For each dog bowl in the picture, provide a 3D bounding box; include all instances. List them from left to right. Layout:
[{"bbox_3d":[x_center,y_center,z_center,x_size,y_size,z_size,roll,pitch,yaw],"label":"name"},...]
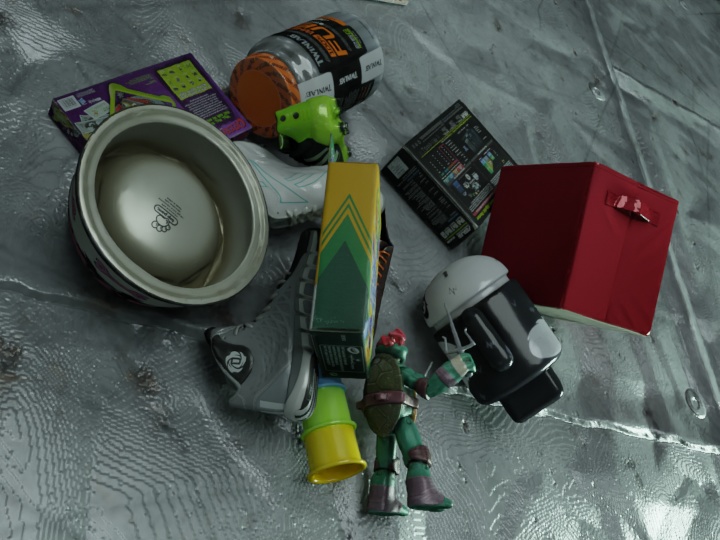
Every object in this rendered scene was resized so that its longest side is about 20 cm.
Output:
[{"bbox_3d":[-0.189,-0.054,0.717,0.198,0.073,0.203,19,60,-37],"label":"dog bowl"}]

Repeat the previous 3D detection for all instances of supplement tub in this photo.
[{"bbox_3d":[-0.066,-0.245,0.933,0.123,0.122,0.200,48,43,0],"label":"supplement tub"}]

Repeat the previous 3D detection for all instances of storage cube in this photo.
[{"bbox_3d":[0.280,-0.029,0.978,0.169,0.199,0.182,16,86,-30],"label":"storage cube"}]

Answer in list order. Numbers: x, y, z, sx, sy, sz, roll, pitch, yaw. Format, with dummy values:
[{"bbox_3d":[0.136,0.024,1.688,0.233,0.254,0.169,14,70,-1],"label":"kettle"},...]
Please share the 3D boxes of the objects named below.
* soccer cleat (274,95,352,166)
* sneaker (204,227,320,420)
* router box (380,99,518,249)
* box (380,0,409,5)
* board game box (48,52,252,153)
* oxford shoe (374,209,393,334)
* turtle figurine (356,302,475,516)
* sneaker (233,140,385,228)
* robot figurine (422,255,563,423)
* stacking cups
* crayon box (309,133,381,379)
[{"bbox_3d":[-0.053,-0.150,0.868,0.080,0.200,0.069,-8,78,3],"label":"soccer cleat"},{"bbox_3d":[-0.093,0.043,0.723,0.114,0.075,0.202,2,59,4],"label":"sneaker"},{"bbox_3d":[0.138,-0.143,1.067,0.150,0.062,0.200,47,44,-1],"label":"router box"},{"bbox_3d":[-0.010,-0.513,1.220,0.198,0.040,0.138,-9,66,-42],"label":"box"},{"bbox_3d":[-0.225,-0.165,0.820,0.120,0.032,0.200,47,44,4],"label":"board game box"},{"bbox_3d":[0.000,0.000,0.852,0.070,0.072,0.202,19,51,-27],"label":"oxford shoe"},{"bbox_3d":[0.045,0.139,0.748,0.099,0.150,0.203,10,65,-18],"label":"turtle figurine"},{"bbox_3d":[-0.071,-0.081,0.839,0.197,0.071,0.081,12,64,-1],"label":"sneaker"},{"bbox_3d":[0.158,0.080,0.890,0.124,0.150,0.201,-30,82,-29],"label":"robot figurine"},{"bbox_3d":[-0.047,0.112,0.758,0.060,0.061,0.202,7,53,-35],"label":"stacking cups"},{"bbox_3d":[-0.009,-0.012,0.713,0.051,0.126,0.203,2,65,4],"label":"crayon box"}]
